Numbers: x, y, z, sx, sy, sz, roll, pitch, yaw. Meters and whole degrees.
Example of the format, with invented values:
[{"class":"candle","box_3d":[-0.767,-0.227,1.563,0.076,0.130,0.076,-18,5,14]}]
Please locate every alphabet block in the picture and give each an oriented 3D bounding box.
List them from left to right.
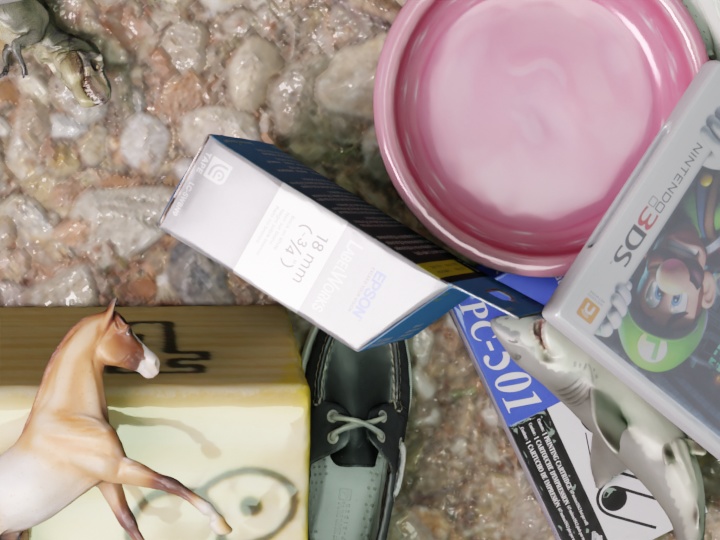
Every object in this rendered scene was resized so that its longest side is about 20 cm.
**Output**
[{"class":"alphabet block","box_3d":[-0.135,0.132,1.311,0.199,0.196,0.196,1,105,-7]}]

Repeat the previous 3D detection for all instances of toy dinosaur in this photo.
[{"class":"toy dinosaur","box_3d":[-0.233,-0.154,1.308,0.088,0.047,0.200,-43,101,-6]}]

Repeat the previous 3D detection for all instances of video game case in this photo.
[{"class":"video game case","box_3d":[0.227,0.010,1.316,0.200,0.023,0.182,38,78,-18]}]

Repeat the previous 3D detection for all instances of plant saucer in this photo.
[{"class":"plant saucer","box_3d":[0.106,-0.096,1.338,0.199,0.051,0.202,0,89,-1]}]

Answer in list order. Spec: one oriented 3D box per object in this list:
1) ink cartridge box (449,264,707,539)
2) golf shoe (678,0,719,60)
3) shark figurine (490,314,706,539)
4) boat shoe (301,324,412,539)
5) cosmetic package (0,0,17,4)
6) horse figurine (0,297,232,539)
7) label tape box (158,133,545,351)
[{"class":"ink cartridge box","box_3d":[0.132,0.080,1.406,0.094,0.044,0.201,-26,105,-2]},{"class":"golf shoe","box_3d":[0.229,-0.146,1.358,0.091,0.075,0.201,-8,109,20]},{"class":"shark figurine","box_3d":[0.160,0.122,1.346,0.128,0.215,0.090,-5,148,-32]},{"class":"boat shoe","box_3d":[-0.008,0.112,1.389,0.073,0.060,0.201,9,103,-9]},{"class":"cosmetic package","box_3d":[-0.158,-0.198,1.249,0.199,0.113,0.082,-15,93,-11]},{"class":"horse figurine","box_3d":[-0.162,0.128,1.177,0.200,0.050,0.133,-40,92,10]},{"class":"label tape box","box_3d":[0.000,0.000,1.287,0.199,0.144,0.063,31,97,10]}]
